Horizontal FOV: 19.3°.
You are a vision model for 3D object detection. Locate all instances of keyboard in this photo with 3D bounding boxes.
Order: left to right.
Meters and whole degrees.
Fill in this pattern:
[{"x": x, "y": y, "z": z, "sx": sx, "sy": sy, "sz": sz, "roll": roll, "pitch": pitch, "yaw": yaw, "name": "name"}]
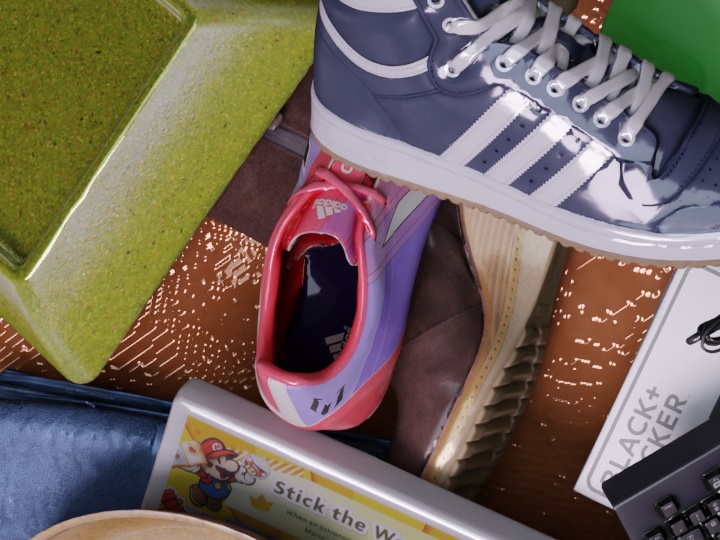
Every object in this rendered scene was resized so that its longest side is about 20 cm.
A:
[{"x": 0.185, "y": 0.046, "z": 0.813, "sx": 0.200, "sy": 0.021, "sz": 0.127, "roll": -31, "pitch": 111, "yaw": 1, "name": "keyboard"}]

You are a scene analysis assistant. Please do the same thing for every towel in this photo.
[{"x": -0.086, "y": 0.114, "z": 0.952, "sx": 0.199, "sy": 0.049, "sz": 0.112, "roll": 9, "pitch": 104, "yaw": 10, "name": "towel"}]

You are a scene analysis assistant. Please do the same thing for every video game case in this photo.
[{"x": -0.006, "y": 0.157, "z": 0.893, "sx": 0.200, "sy": 0.023, "sz": 0.182, "roll": 24, "pitch": 124, "yaw": 7, "name": "video game case"}]

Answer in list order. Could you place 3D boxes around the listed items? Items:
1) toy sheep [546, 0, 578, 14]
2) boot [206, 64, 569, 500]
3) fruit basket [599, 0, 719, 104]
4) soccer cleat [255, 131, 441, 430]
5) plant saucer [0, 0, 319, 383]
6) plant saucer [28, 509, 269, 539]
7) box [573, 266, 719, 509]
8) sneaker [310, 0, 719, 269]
[{"x": 0.067, "y": -0.189, "z": 0.844, "sx": 0.137, "sy": 0.200, "sz": 0.138, "roll": 4, "pitch": 136, "yaw": 4, "name": "toy sheep"}, {"x": 0.000, "y": 0.000, "z": 0.915, "sx": 0.166, "sy": 0.072, "sz": 0.200, "roll": 19, "pitch": 86, "yaw": 18, "name": "boot"}, {"x": 0.211, "y": -0.082, "z": 0.837, "sx": 0.215, "sy": 0.155, "sz": 0.216, "roll": -2, "pitch": 85, "yaw": 27, "name": "fruit basket"}, {"x": 0.000, "y": -0.035, "z": 0.843, "sx": 0.067, "sy": 0.076, "sz": 0.201, "roll": 10, "pitch": 78, "yaw": 15, "name": "soccer cleat"}, {"x": -0.143, "y": -0.087, "z": 0.924, "sx": 0.200, "sy": 0.048, "sz": 0.200, "roll": 40, "pitch": 101, "yaw": 22, "name": "plant saucer"}, {"x": -0.064, "y": 0.176, "z": 0.890, "sx": 0.200, "sy": 0.035, "sz": 0.201, "roll": 9, "pitch": 120, "yaw": 15, "name": "plant saucer"}, {"x": 0.202, "y": 0.082, "z": 0.885, "sx": 0.200, "sy": 0.060, "sz": 0.117, "roll": 27, "pitch": 99, "yaw": 9, "name": "box"}, {"x": 0.070, "y": -0.074, "z": 0.750, "sx": 0.200, "sy": 0.070, "sz": 0.109, "roll": 16, "pitch": 132, "yaw": 22, "name": "sneaker"}]
